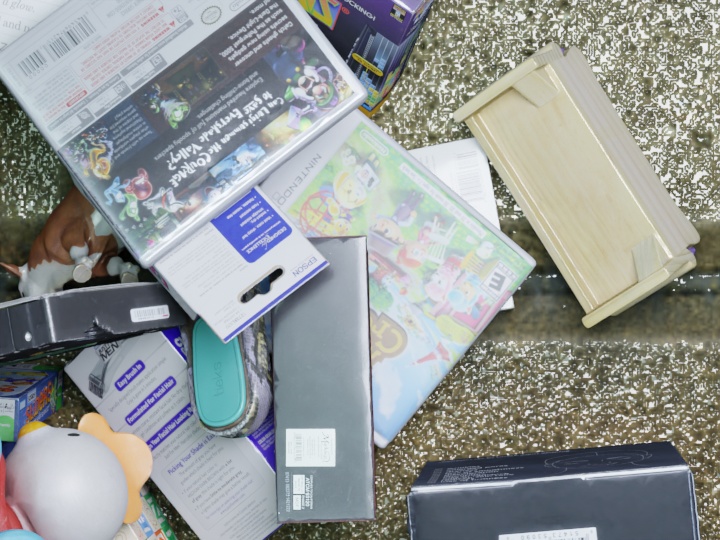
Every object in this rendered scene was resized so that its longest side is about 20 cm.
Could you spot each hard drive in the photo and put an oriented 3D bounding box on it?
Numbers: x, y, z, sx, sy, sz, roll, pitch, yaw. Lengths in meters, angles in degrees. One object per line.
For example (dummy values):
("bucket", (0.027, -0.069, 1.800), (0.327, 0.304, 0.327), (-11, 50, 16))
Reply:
("hard drive", (-0.242, 0.045, 1.472), (0.199, 0.139, 0.038), (-14, 85, 38))

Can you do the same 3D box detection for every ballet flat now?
("ballet flat", (-0.100, 0.028, 1.496), (0.071, 0.072, 0.202), (-9, 72, 6))

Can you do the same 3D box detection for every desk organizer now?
("desk organizer", (-0.025, 0.079, 1.485), (0.071, 0.077, 0.202), (-2, 85, 3))

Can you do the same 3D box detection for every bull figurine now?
("bull figurine", (-0.191, -0.037, 1.561), (0.065, 0.121, 0.201), (39, 87, -33))

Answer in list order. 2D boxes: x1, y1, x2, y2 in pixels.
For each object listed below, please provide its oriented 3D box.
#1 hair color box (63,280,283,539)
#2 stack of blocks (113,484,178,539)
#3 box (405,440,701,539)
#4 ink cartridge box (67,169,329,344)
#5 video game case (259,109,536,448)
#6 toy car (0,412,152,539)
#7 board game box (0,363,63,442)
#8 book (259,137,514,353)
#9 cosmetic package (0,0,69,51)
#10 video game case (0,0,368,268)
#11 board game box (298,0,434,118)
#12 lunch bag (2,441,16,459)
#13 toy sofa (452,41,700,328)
("hair color box", (-0.121, 0.113, 1.551), (0.200, 0.065, 0.109), (50, 129, 1))
("stack of blocks", (-0.172, 0.226, 1.555), (0.058, 0.115, 0.201), (-32, 88, 5))
("box", (0.141, 0.197, 1.483), (0.198, 0.197, 0.125), (-5, 91, 5))
("ink cartridge box", (-0.116, -0.036, 1.452), (0.094, 0.037, 0.200), (-37, 61, -13))
("video game case", (0.000, 0.000, 1.541), (0.200, 0.022, 0.182), (40, 88, 5))
("toy car", (-0.238, 0.150, 1.436), (0.199, 0.184, 0.178), (-26, 92, -37))
("board game box", (-0.338, 0.093, 1.559), (0.198, 0.135, 0.035), (4, 98, 5))
("book", (0.009, -0.019, 1.572), (0.198, 0.048, 0.135), (-10, 87, 4))
("cosmetic package", (-0.250, -0.244, 1.533), (0.163, 0.165, 0.202), (14, 92, 4))
("video game case", (-0.126, -0.133, 1.431), (0.199, 0.023, 0.182), (-37, 85, -7))
("board game box", (-0.044, -0.221, 1.513), (0.199, 0.166, 0.057), (35, 66, 5))
("lunch bag", (-0.352, 0.179, 1.562), (0.198, 0.136, 0.134), (-6, 89, 6))
("toy sofa", (0.165, -0.066, 1.545), (0.083, 0.097, 0.201), (-34, 88, 28))
